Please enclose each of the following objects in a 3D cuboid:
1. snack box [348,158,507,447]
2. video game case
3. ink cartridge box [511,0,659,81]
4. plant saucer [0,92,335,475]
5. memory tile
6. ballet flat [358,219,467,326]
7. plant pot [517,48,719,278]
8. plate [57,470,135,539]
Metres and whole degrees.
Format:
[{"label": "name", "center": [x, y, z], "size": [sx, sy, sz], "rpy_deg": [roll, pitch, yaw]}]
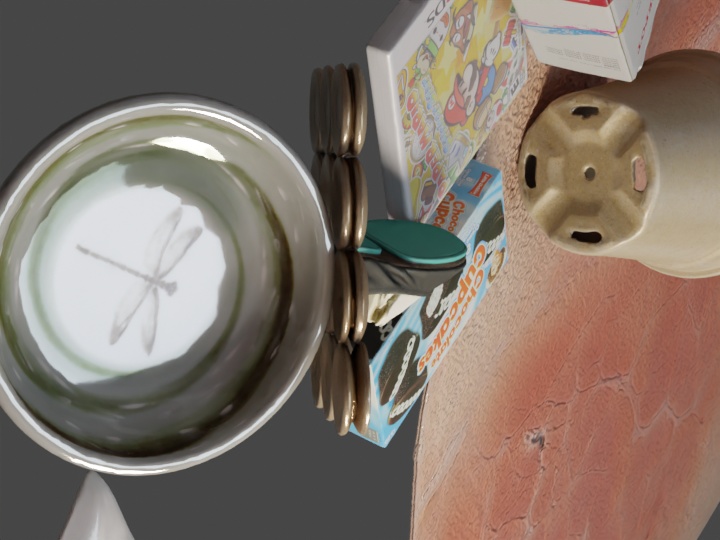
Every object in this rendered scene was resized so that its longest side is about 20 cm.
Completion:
[{"label": "snack box", "center": [0.049, 0.023, 1.487], "size": [0.200, 0.037, 0.116], "rpy_deg": [-55, 156, -28]}, {"label": "video game case", "center": [0.066, -0.146, 1.384], "size": [0.182, 0.023, 0.200], "rpy_deg": [-54, 155, -29]}, {"label": "ink cartridge box", "center": [0.166, -0.241, 1.403], "size": [0.200, 0.083, 0.146], "rpy_deg": [49, 56, -70]}, {"label": "plant saucer", "center": [-0.111, 0.004, 1.013], "size": [0.200, 0.050, 0.201], "rpy_deg": [-8, 106, -27]}, {"label": "memory tile", "center": [-0.012, -0.015, 1.090], "size": [0.153, 0.017, 0.201], "rpy_deg": [-159, -112, -81]}, {"label": "ballet flat", "center": [0.000, 0.000, 1.329], "size": [0.200, 0.068, 0.069], "rpy_deg": [3, 118, -56]}, {"label": "plant pot", "center": [0.234, -0.086, 1.638], "size": [0.183, 0.200, 0.201], "rpy_deg": [-7, 118, -53]}, {"label": "plate", "center": [-0.157, 0.229, 1.072], "size": [0.200, 0.032, 0.200], "rpy_deg": [83, 24, -68]}]
